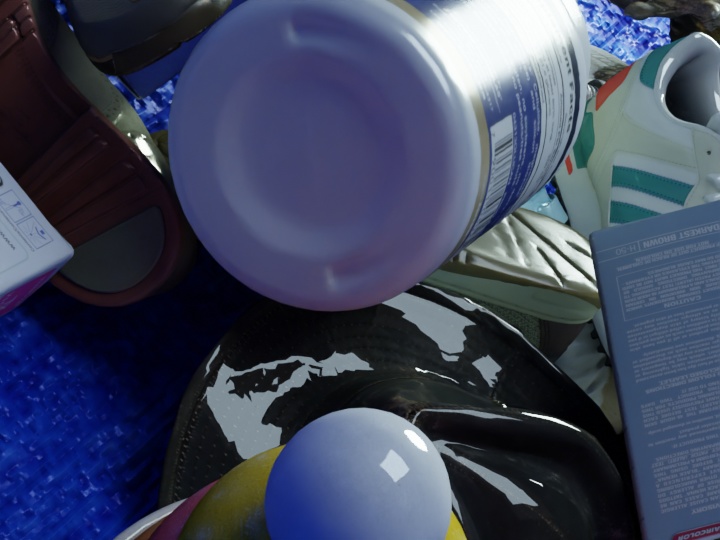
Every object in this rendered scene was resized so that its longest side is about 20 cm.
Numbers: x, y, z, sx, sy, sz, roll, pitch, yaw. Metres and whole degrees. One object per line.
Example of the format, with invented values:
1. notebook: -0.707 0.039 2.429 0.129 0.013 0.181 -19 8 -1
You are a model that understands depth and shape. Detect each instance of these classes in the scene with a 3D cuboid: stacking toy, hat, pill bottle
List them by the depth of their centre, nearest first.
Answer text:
1. stacking toy: -0.009 0.095 0.749 0.145 0.200 0.147 6 60 -11
2. hat: 0.034 0.087 0.901 0.200 0.081 0.202 7 73 -26
3. pill bottle: 0.018 -0.062 0.962 0.111 0.111 0.200 50 25 2

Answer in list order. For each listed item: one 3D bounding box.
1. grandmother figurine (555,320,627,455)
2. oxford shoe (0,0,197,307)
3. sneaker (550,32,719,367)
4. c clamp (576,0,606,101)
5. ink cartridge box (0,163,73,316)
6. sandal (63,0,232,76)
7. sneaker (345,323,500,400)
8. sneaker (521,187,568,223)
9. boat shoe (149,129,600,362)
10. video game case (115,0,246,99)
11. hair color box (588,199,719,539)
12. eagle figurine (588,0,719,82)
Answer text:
1. grandmother figurine: 0.149 0.094 1.138 0.200 0.061 0.121 46 12 -10
2. oxford shoe: -0.130 -0.068 0.962 0.200 0.071 0.074 56 8 7
3. sneaker: 0.142 -0.018 1.116 0.070 0.093 0.200 24 37 -35
4. c clamp: 0.157 -0.036 1.246 0.199 0.027 0.172 25 70 -31
5. ink cartridge box: -0.184 -0.015 0.835 0.119 0.042 0.200 50 27 3
6. sandal: -0.098 -0.137 0.953 0.055 0.082 0.200 50 11 -35
7. sneaker: 0.042 0.076 1.006 0.200 0.072 0.073 42 20 -19
8. sneaker: 0.059 -0.070 1.136 0.200 0.079 0.131 -46 103 -20
9. boat shoe: 0.000 0.000 1.040 0.200 0.066 0.072 14 28 -19
10. video game case: -0.029 -0.175 1.026 0.045 0.200 0.182 50 9 -31
11. hair color box: 0.130 0.076 0.952 0.201 0.060 0.099 -93 167 -52
12. eagle figurine: 0.199 -0.065 1.357 0.151 0.151 0.201 -36 122 -22
